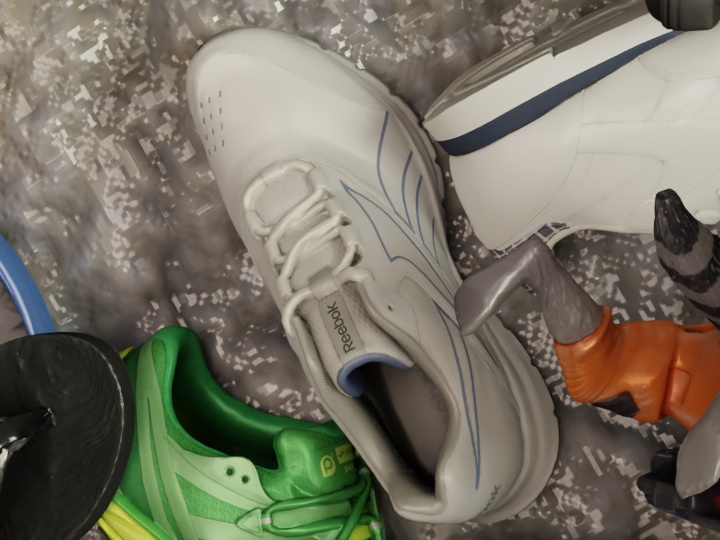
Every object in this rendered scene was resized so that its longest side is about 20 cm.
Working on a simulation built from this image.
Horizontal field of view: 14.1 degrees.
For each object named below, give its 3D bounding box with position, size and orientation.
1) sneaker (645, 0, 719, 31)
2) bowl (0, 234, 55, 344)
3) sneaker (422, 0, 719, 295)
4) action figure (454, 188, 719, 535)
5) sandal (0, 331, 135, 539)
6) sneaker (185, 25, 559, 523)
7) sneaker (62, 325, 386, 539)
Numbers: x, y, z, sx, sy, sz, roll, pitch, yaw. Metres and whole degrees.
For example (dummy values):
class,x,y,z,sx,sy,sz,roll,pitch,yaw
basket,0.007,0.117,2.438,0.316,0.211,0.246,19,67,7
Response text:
class,x,y,z,sx,sy,sz,roll,pitch,yaw
sneaker,0.065,-0.176,0.930,0.104,0.060,0.201,-1,91,13
bowl,-0.203,0.051,1.105,0.199,0.039,0.202,2,96,17
sneaker,0.122,-0.063,0.985,0.199,0.076,0.081,-23,100,22
action figure,0.152,0.048,0.922,0.199,0.193,0.105,18,91,44
sandal,-0.164,0.089,1.044,0.200,0.048,0.076,-31,81,21
sneaker,0.000,0.000,1.013,0.074,0.087,0.200,-35,83,19
sneaker,-0.023,0.098,1.036,0.200,0.074,0.084,41,109,10
